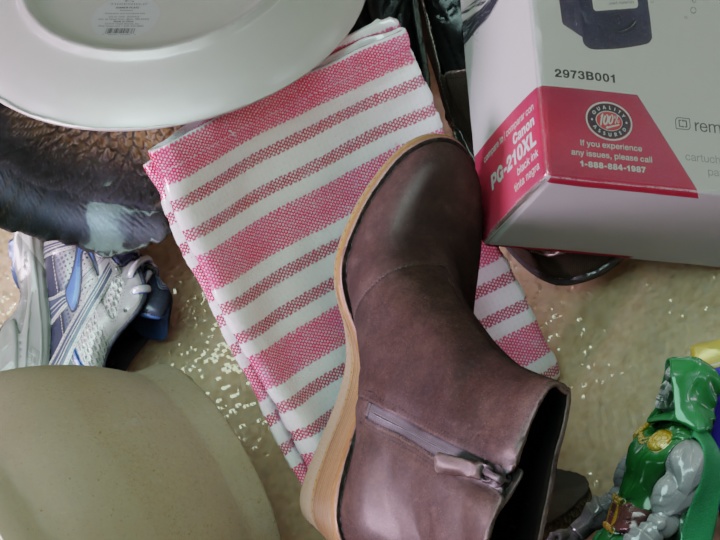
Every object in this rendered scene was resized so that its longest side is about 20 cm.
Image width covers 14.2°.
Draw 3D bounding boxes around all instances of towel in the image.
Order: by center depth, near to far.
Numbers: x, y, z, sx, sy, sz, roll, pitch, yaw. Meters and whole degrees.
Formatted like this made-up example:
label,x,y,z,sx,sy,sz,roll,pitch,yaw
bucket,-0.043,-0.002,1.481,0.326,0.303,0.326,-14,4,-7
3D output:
label,x,y,z,sx,sy,sz,roll,pitch,yaw
towel,0.000,0.000,1.347,0.146,0.201,0.030,-31,13,-22

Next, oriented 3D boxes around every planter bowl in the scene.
label,x,y,z,sx,sy,sz,roll,pitch,yaw
planter bowl,-0.122,0.125,1.367,0.134,0.201,0.200,-29,58,-22

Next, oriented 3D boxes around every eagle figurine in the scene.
label,x,y,z,sx,sy,sz,roll,pitch,yaw
eagle figurine,-0.115,-0.081,1.431,0.199,0.152,0.152,15,92,18

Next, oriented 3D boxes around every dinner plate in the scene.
label,x,y,z,sx,sy,sz,roll,pitch,yaw
dinner plate,-0.096,-0.136,1.369,0.199,0.024,0.201,-6,42,6

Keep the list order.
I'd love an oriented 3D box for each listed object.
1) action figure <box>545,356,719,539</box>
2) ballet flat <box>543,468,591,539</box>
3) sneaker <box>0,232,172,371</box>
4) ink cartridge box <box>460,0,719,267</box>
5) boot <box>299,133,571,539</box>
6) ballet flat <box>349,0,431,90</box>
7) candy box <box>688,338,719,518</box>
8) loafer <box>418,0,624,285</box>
label,x,y,z,sx,sy,sz,roll,pitch,yaw
action figure,0.115,0.133,1.272,0.054,0.118,0.201,20,91,-16
ballet flat,0.046,0.146,1.306,0.067,0.200,0.047,1,113,33
sneaker,-0.134,0.005,1.480,0.085,0.077,0.201,1,76,11
ink cartridge box,0.129,-0.112,1.367,0.144,0.084,0.201,5,65,-20
boot,0.048,0.041,1.264,0.166,0.072,0.201,9,83,59
ballet flat,0.005,-0.128,1.408,0.057,0.066,0.201,-34,58,52
candy box,0.249,0.114,1.269,0.168,0.077,0.201,-15,64,15
loafer,0.070,-0.080,1.422,0.073,0.071,0.200,-32,61,8
